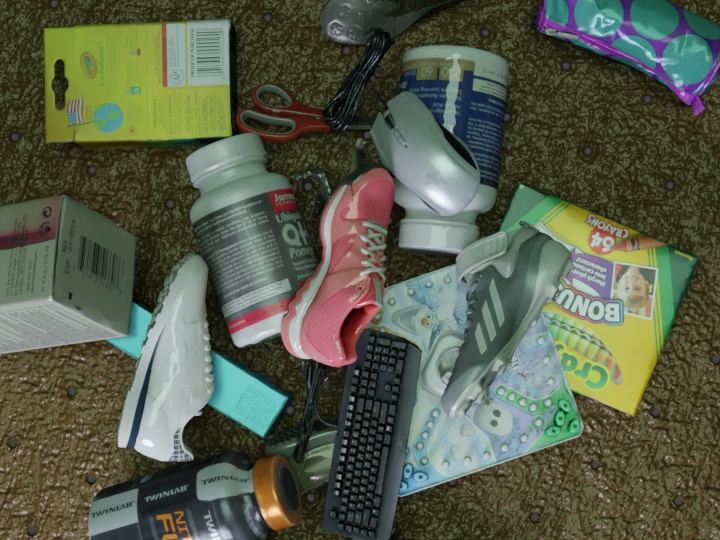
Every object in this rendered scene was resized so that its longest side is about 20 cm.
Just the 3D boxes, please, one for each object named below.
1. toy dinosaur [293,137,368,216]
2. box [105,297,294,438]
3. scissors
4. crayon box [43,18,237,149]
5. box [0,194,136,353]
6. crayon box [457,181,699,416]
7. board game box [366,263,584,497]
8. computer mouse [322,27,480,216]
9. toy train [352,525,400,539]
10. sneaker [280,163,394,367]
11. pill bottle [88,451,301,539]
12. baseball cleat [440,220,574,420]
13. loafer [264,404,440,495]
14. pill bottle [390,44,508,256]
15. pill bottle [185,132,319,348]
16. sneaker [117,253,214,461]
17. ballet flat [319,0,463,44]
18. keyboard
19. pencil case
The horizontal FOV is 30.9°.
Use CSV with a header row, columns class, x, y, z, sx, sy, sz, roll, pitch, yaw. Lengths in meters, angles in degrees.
class,x,y,z,sx,sy,sz,roll,pitch,yaw
toy dinosaur,-0.017,-0.069,1.322,0.088,0.201,0.047,24,50,29
box,-0.166,0.098,1.334,0.199,0.082,0.049,32,87,4
scissors,-0.030,-0.150,1.365,0.198,0.014,0.074,14,55,1
crayon box,-0.230,-0.195,1.371,0.198,0.051,0.128,-1,86,2
box,-0.339,0.009,1.285,0.199,0.128,0.110,-8,68,24
crayon box,0.218,0.029,1.329,0.199,0.058,0.174,23,87,5
board game box,0.095,0.096,1.280,0.199,0.026,0.201,-19,79,1
computer mouse,0.042,-0.136,1.259,0.110,0.044,0.200,-50,60,18
toy train,0.053,0.347,1.311,0.200,0.085,0.114,39,77,6
sneaker,0.000,0.000,1.240,0.087,0.074,0.201,23,93,43
pill bottle,-0.160,0.243,1.293,0.199,0.106,0.107,-19,85,14
baseball cleat,0.118,0.043,1.248,0.106,0.070,0.200,34,74,15
loafer,0.004,0.178,1.332,0.199,0.075,0.070,-16,99,4
pill bottle,0.087,-0.119,1.320,0.110,0.111,0.202,6,86,3
pill bottle,-0.109,-0.032,1.325,0.110,0.111,0.201,-20,86,1
sneaker,-0.175,0.084,1.266,0.080,0.076,0.201,17,91,-8
ballet flat,0.052,-0.293,1.371,0.199,0.046,0.068,-21,117,7
keyboard,-0.013,0.155,1.265,0.126,0.021,0.202,10,91,26
pencil case,0.277,-0.244,1.332,0.199,0.085,0.093,26,72,5
